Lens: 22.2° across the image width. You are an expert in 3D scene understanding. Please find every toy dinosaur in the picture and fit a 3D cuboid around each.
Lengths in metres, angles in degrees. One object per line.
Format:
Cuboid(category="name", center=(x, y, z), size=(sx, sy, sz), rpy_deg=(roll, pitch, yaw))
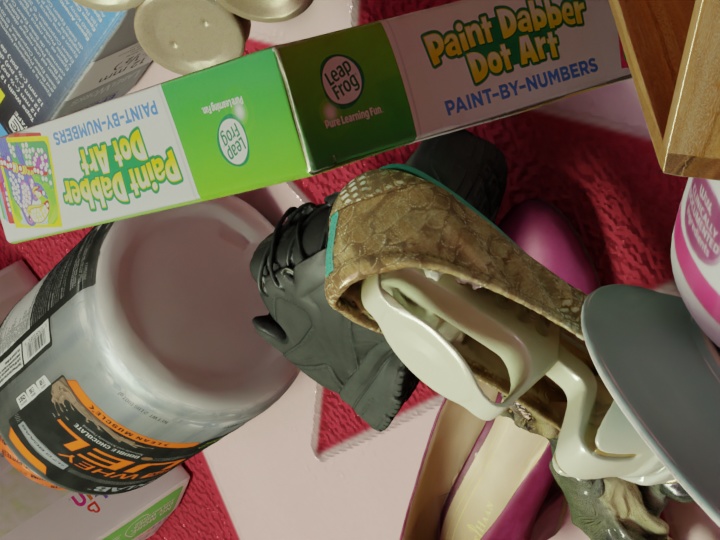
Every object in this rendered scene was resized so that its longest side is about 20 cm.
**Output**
Cuboid(category="toy dinosaur", center=(0.124, 0.108, 0.766), size=(0.088, 0.048, 0.201), rpy_deg=(2, 133, 35))

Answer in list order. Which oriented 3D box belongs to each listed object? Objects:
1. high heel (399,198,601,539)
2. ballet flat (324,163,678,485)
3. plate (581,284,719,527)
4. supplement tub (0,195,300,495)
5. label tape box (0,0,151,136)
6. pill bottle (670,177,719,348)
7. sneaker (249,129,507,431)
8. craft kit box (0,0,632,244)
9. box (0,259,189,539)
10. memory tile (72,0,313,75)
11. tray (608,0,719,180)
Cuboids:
Cuboid(category="high heel", center=(0.053, 0.068, 0.779), size=(0.067, 0.096, 0.201), rpy_deg=(27, 134, 37))
Cuboid(category="ballet flat", center=(0.069, 0.038, 0.671), size=(0.199, 0.065, 0.071), rpy_deg=(30, 142, -3))
Cuboid(category="plate", center=(0.157, 0.065, 0.597), size=(0.200, 0.200, 0.026), rpy_deg=(44, 111, 19))
Cuboid(category="supplement tub", center=(-0.118, 0.044, 0.947), size=(0.123, 0.122, 0.200), rpy_deg=(57, 146, 2))
Cuboid(category="label tape box", center=(-0.164, -0.151, 0.909), size=(0.144, 0.066, 0.200), rpy_deg=(56, 147, 4))
Cuboid(category="pill bottle", center=(0.165, -0.065, 0.529), size=(0.113, 0.113, 0.201), rpy_deg=(37, 139, 27))
Cuboid(category="sneaker", center=(0.000, 0.000, 0.776), size=(0.090, 0.076, 0.200), rpy_deg=(27, 146, 1))
Cuboid(category="craft kit box", center=(-0.006, -0.063, 0.665), size=(0.199, 0.197, 0.049), rpy_deg=(-9, 101, 52))
Cuboid(category="box", center=(-0.237, 0.124, 1.083), size=(0.177, 0.200, 0.097), rpy_deg=(51, 144, 12))
Cuboid(category="memory tile", center=(-0.063, -0.164, 0.727), size=(0.153, 0.017, 0.200), rpy_deg=(34, 135, -22))
Cuboid(category="tray", center=(0.097, -0.116, 0.519), size=(0.037, 0.200, 0.099), rpy_deg=(5, 122, -5))
